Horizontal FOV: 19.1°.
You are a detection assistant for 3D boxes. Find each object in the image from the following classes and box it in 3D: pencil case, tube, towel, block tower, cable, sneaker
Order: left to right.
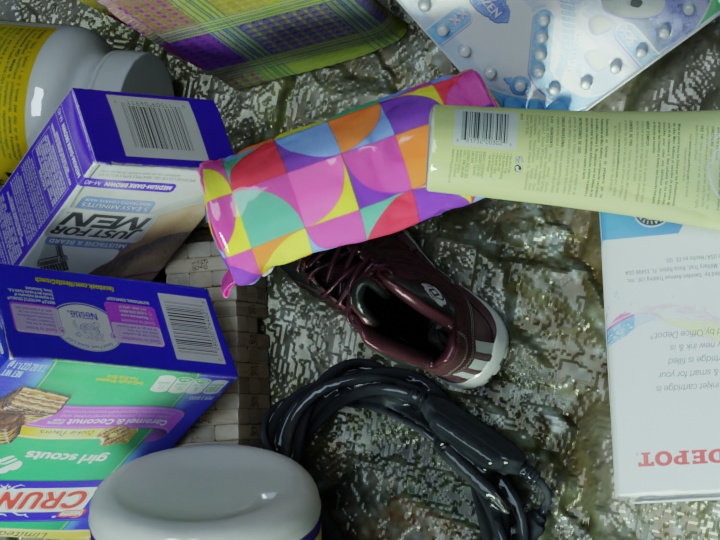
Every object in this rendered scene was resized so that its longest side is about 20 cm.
[{"bbox_3d":[-0.095,0.043,1.421,0.054,0.058,0.202,-5,85,22],"label":"block tower"},{"bbox_3d":[-0.064,-0.166,1.350,0.143,0.200,0.023,-13,73,20],"label":"towel"},{"bbox_3d":[-0.004,-0.056,1.308,0.199,0.088,0.089,-20,78,-1],"label":"pencil case"},{"bbox_3d":[0.000,0.000,1.354,0.199,0.115,0.076,33,98,20],"label":"sneaker"},{"bbox_3d":[0.017,0.151,1.377,0.199,0.051,0.164,31,102,18],"label":"cable"},{"bbox_3d":[0.137,-0.062,1.241,0.198,0.052,0.058,4,127,2],"label":"tube"}]

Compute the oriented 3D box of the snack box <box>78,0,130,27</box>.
[{"bbox_3d":[-0.120,-0.205,1.374,0.141,0.200,0.053,-8,81,21],"label":"snack box"}]

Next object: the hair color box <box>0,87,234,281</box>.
[{"bbox_3d":[-0.176,-0.031,1.384,0.200,0.109,0.065,-46,54,42],"label":"hair color box"}]

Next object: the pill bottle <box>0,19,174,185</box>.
[{"bbox_3d":[-0.233,-0.113,1.458,0.199,0.112,0.113,7,88,22],"label":"pill bottle"}]

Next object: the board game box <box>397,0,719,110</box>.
[{"bbox_3d":[0.115,-0.195,1.298,0.200,0.026,0.200,-35,108,27],"label":"board game box"}]

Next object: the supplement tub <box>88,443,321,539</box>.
[{"bbox_3d":[-0.092,0.225,1.333,0.144,0.145,0.202,5,109,22],"label":"supplement tub"}]

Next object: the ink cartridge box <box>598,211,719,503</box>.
[{"bbox_3d":[0.225,0.036,1.279,0.143,0.085,0.202,-5,82,21],"label":"ink cartridge box"}]

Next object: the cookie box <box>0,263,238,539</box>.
[{"bbox_3d":[-0.204,0.089,1.362,0.200,0.170,0.076,-46,51,37],"label":"cookie box"}]
